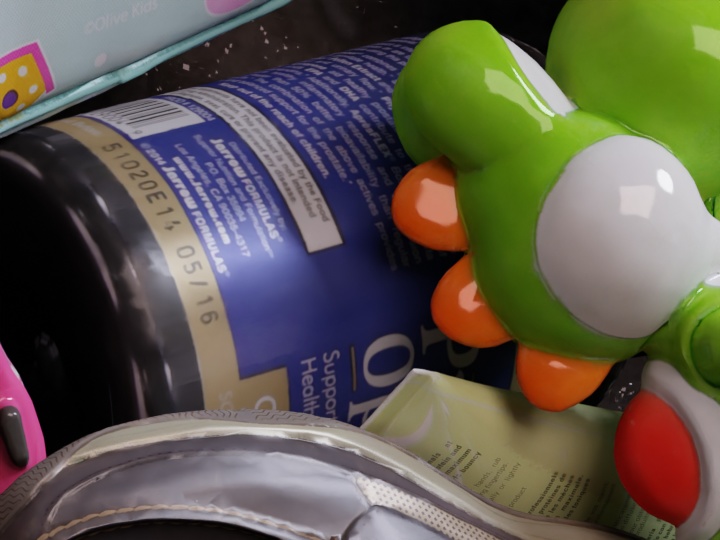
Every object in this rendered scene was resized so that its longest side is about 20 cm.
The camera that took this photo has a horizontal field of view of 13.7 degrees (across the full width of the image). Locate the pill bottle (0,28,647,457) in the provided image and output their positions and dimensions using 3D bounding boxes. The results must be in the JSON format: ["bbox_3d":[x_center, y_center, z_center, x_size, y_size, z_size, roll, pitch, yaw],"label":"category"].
[{"bbox_3d":[0.000,0.000,0.763,0.199,0.112,0.112,-16,71,-32],"label":"pill bottle"}]

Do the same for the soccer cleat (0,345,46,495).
[{"bbox_3d":[-0.149,-0.008,0.654,0.200,0.086,0.070,42,86,-20],"label":"soccer cleat"}]

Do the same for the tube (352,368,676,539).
[{"bbox_3d":[0.058,0.059,0.756,0.199,0.052,0.058,10,90,-45],"label":"tube"}]

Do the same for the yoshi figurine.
[{"bbox_3d":[0.100,0.002,0.696,0.200,0.112,0.112,45,39,0],"label":"yoshi figurine"}]

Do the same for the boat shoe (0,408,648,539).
[{"bbox_3d":[0.009,0.086,0.668,0.199,0.075,0.073,13,28,-27],"label":"boat shoe"}]

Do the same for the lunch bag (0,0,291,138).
[{"bbox_3d":[-0.083,-0.118,0.689,0.077,0.161,0.200,29,40,34],"label":"lunch bag"}]
